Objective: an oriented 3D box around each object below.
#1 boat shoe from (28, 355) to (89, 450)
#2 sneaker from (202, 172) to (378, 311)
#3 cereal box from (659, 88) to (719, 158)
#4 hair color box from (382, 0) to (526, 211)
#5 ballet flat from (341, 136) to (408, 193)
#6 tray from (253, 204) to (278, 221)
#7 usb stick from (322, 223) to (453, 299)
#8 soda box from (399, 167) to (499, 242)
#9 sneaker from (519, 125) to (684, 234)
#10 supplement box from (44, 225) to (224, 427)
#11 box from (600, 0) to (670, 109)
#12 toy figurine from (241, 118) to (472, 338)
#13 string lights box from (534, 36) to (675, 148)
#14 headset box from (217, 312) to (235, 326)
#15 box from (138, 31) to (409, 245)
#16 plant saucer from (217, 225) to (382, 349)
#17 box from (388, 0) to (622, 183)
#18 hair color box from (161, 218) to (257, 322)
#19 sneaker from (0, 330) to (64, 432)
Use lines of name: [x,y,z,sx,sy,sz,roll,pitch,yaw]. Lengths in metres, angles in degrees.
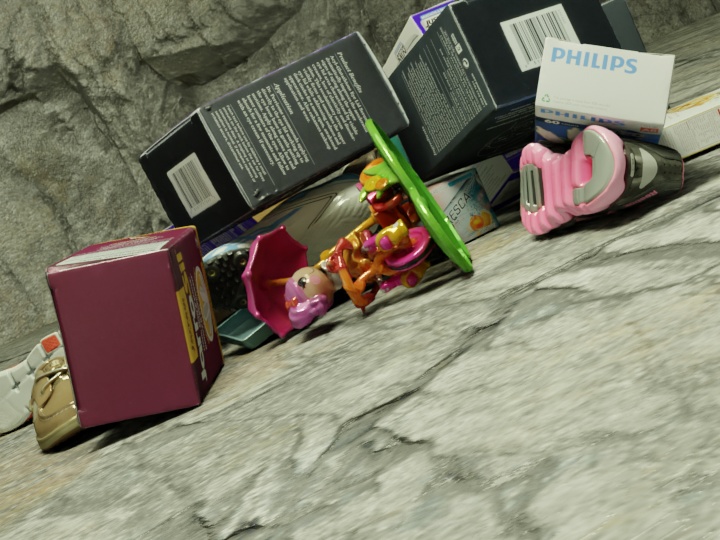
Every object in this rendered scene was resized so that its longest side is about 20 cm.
boat shoe: [-0.265,0.112,1.396,0.071,0.065,0.200,-25,6,-14]
sneaker: [-0.073,-0.026,1.456,0.199,0.072,0.072,-28,33,-11]
cereal box: [0.293,-0.128,1.456,0.199,0.040,0.144,-23,6,8]
hair color box: [0.110,-0.169,1.649,0.065,0.200,0.109,-27,-13,-26]
ballet flat: [0.011,-0.104,1.637,0.067,0.068,0.200,-30,3,11]
tray: [-0.160,-0.036,1.717,0.098,0.037,0.200,-18,9,47]
usb stick: [0.000,0.000,1.505,0.199,0.033,0.055,-21,10,27]
soda box: [0.061,-0.053,1.595,0.068,0.064,0.200,-26,7,-21]
sneaker: [0.194,-0.071,1.278,0.095,0.080,0.200,-2,0,-18]
supplement box: [-0.183,0.040,1.315,0.103,0.132,0.200,-10,7,2]
box: [0.213,-0.182,1.653,0.107,0.149,0.200,-26,6,-21]
toy figurine: [-0.014,-0.007,1.353,0.184,0.150,0.200,-36,29,6]
string lights box: [0.196,-0.130,1.294,0.102,0.059,0.200,10,-7,8]
headset box: [-0.128,0.010,1.724,0.148,0.078,0.200,-23,4,2]
box: [-0.080,-0.121,1.471,0.200,0.105,0.148,-31,3,-33]
plant saucer: [-0.047,0.008,1.474,0.200,0.019,0.070,-40,22,-22]
box: [0.129,-0.181,1.479,0.148,0.108,0.200,-21,-10,-24]
hair color box: [-0.188,0.023,1.523,0.200,0.065,0.110,-34,-29,-33]
sneaker: [-0.307,0.103,1.633,0.199,0.077,0.082,-21,0,18]
